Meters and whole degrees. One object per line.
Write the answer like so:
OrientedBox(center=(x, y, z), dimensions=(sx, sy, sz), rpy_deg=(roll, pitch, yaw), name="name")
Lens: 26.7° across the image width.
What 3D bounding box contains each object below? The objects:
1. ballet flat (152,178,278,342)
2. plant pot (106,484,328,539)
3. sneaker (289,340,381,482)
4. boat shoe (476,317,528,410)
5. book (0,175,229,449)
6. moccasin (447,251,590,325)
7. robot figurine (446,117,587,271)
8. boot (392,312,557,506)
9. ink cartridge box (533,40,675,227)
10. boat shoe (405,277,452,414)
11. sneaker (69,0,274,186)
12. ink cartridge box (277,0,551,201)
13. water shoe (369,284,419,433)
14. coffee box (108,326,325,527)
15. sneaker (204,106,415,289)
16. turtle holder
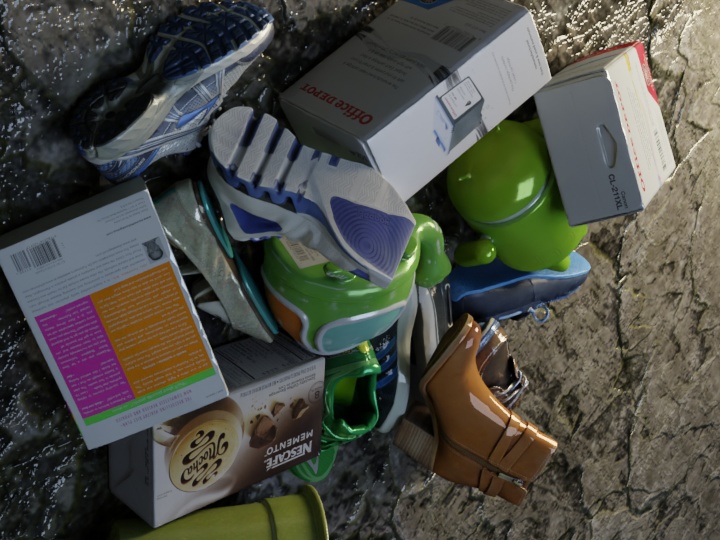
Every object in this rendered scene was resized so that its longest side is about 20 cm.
OrientedBox(center=(-0.136, -0.002, 1.364), dimensions=(0.062, 0.068, 0.201), rpy_deg=(-24, 130, 2), name="ballet flat")
OrientedBox(center=(-0.141, 0.298, 1.405), dimensions=(0.187, 0.200, 0.203), rpy_deg=(4, 112, -15), name="plant pot")
OrientedBox(center=(-0.031, 0.145, 1.505), dimensions=(0.073, 0.084, 0.202), rpy_deg=(-9, 135, -30), name="sneaker")
OrientedBox(center=(0.146, 0.117, 1.645), dimensions=(0.072, 0.072, 0.201), rpy_deg=(-48, 163, -18), name="boat shoe")
OrientedBox(center=(-0.205, 0.039, 1.261), dimensions=(0.132, 0.048, 0.202), rpy_deg=(-23, 119, -8), name="book")
OrientedBox(center=(0.165, 0.019, 1.675), dimensions=(0.198, 0.080, 0.069), rpy_deg=(-9, 125, -31), name="moccasin")
OrientedBox(center=(0.164, -0.077, 1.579), dimensions=(0.177, 0.115, 0.200), rpy_deg=(-60, 140, -12), name="robot figurine")
OrientedBox(center=(0.131, 0.144, 1.539), dimensions=(0.074, 0.153, 0.201), rpy_deg=(-56, 170, -46), name="boot")
OrientedBox(center=(0.254, -0.144, 1.565), dimensions=(0.200, 0.082, 0.148), rpy_deg=(-37, 112, -64), name="ink cartridge box")
OrientedBox(center=(0.074, 0.091, 1.616), dimensions=(0.056, 0.068, 0.202), rpy_deg=(-26, 126, -34), name="boat shoe")
OrientedBox(center=(-0.150, -0.146, 1.260), dimensions=(0.199, 0.077, 0.086), rpy_deg=(-39, 145, -14), name="sneaker")
OrientedBox(center=(0.048, -0.166, 1.369), dimensions=(0.200, 0.146, 0.086), rpy_deg=(-41, 130, -15), name="ink cartridge box")
OrientedBox(center=(0.010, 0.076, 1.556), dimensions=(0.078, 0.072, 0.202), rpy_deg=(-3, 118, -14), name="water shoe")
OrientedBox(center=(-0.132, 0.142, 1.417), dimensions=(0.198, 0.079, 0.115), rpy_deg=(-18, 123, -38), name="coffee box")
OrientedBox(center=(-0.054, -0.057, 1.311), dimensions=(0.198, 0.115, 0.081), rpy_deg=(33, 65, -9), name="sneaker")
OrientedBox(center=(-0.011, -0.003, 1.423), dimensions=(0.185, 0.140, 0.133), rpy_deg=(-43, 151, -44), name="turtle holder")
